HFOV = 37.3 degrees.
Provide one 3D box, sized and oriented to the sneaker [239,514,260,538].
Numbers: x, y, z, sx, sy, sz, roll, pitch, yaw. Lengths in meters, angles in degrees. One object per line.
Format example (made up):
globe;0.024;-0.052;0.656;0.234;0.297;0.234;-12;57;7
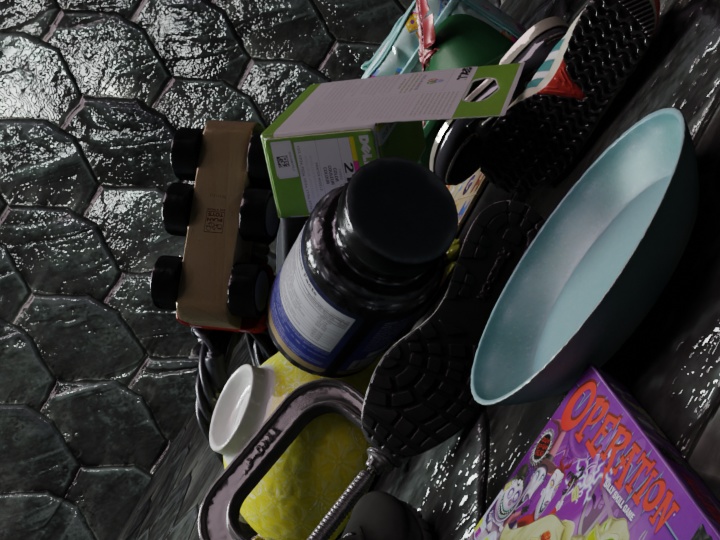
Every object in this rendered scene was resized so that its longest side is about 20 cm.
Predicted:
sneaker;-0.100;0.211;1.127;0.074;0.079;0.200;-58;7;24

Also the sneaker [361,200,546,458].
sneaker;0.073;0.048;0.776;0.201;0.075;0.088;-56;-6;-2

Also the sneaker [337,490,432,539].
sneaker;-0.012;0.194;0.640;0.076;0.090;0.200;-57;8;25

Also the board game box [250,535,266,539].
board game box;-0.134;0.340;0.962;0.166;0.056;0.200;-62;8;-30

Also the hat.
hat;0.079;-0.231;1.071;0.165;0.176;0.200;-21;-23;-44

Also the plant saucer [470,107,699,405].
plant saucer;0.134;0.000;0.617;0.201;0.036;0.200;-56;5;8

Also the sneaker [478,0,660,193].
sneaker;0.174;-0.146;0.860;0.200;0.070;0.093;-56;-9;34

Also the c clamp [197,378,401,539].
c clamp;-0.039;0.183;0.821;0.201;0.170;0.027;-55;-37;-15

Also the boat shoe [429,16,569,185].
boat shoe;0.136;-0.141;0.995;0.072;0.063;0.200;-4;-37;-46

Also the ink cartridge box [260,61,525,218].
ink cartridge box;0.036;-0.112;0.898;0.148;0.198;0.076;-60;-36;-60

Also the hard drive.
hard drive;-0.063;0.033;1.074;0.200;0.042;0.136;99;169;-61

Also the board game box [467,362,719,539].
board game box;0.099;0.125;0.460;0.120;0.032;0.200;-54;9;9

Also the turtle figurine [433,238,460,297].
turtle figurine;0.017;-0.035;1.009;0.065;0.161;0.200;-57;9;12

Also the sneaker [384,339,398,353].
sneaker;-0.011;0.077;1.074;0.071;0.075;0.200;-58;8;4

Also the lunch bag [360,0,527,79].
lunch bag;0.090;-0.229;1.251;0.201;0.160;0.077;-54;9;25

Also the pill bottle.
pill bottle;0.000;0.000;0.827;0.112;0.111;0.200;-64;5;-32

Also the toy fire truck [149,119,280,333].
toy fire truck;-0.118;-0.028;0.990;0.200;0.128;0.178;40;-125;-72

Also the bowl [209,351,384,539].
bowl;-0.069;0.139;0.943;0.200;0.107;0.201;-48;28;36

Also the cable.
cable;-0.111;0.114;1.080;0.050;0.165;0.200;-15;2;14

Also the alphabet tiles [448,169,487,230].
alphabet tiles;0.086;-0.046;1.164;0.201;0.006;0.166;-60;8;-6
